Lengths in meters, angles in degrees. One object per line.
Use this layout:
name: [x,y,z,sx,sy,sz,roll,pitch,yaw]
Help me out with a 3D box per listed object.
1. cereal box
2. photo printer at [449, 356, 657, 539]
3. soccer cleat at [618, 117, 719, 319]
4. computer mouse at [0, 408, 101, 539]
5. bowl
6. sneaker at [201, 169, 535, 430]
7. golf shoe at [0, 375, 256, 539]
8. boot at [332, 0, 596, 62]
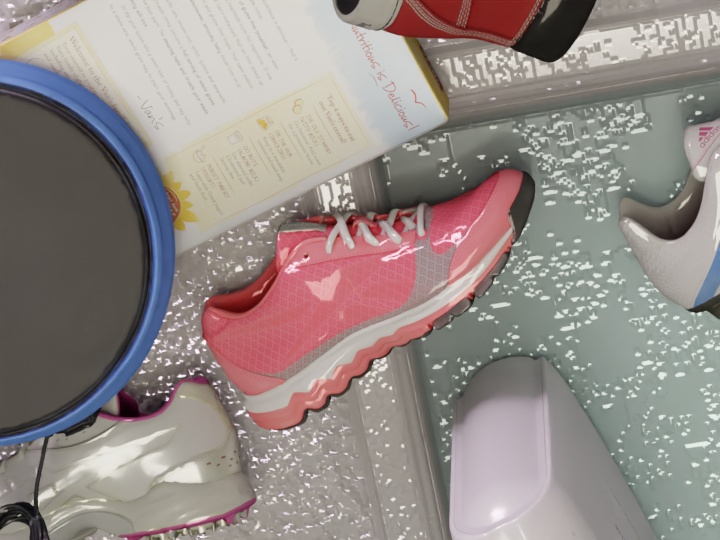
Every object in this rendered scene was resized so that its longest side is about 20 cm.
cereal box: [-0.072,-0.099,1.354,0.200,0.040,0.144,-25,106,11]
photo printer: [0.107,0.152,1.359,0.069,0.200,0.167,-27,107,12]
soccer cleat: [0.218,-0.060,1.339,0.200,0.070,0.086,-41,105,17]
computer mouse: [-0.158,0.094,1.381,0.058,0.034,0.201,3,69,25]
bowl: [-0.194,-0.006,1.329,0.200,0.039,0.201,0,99,-3]
sneaker: [0.000,0.000,1.372,0.200,0.074,0.087,-37,104,15]
golf shoe: [-0.157,0.109,1.432,0.199,0.075,0.092,-10,90,7]
boot: [0.075,-0.208,1.299,0.144,0.072,0.201,8,100,-22]
